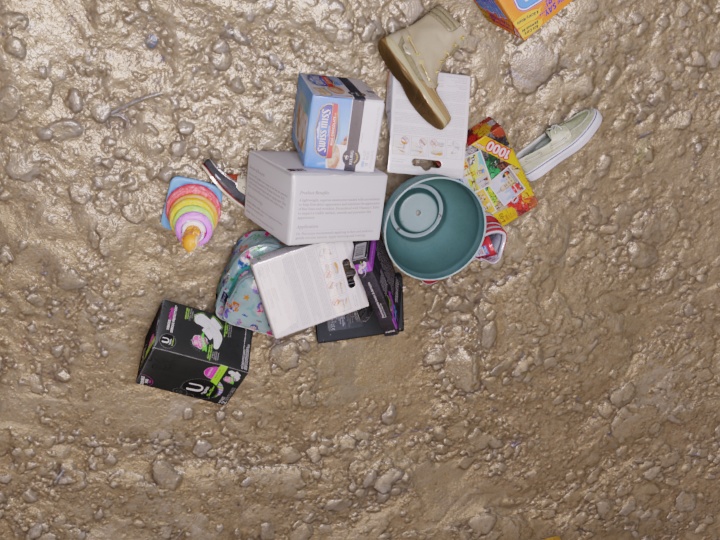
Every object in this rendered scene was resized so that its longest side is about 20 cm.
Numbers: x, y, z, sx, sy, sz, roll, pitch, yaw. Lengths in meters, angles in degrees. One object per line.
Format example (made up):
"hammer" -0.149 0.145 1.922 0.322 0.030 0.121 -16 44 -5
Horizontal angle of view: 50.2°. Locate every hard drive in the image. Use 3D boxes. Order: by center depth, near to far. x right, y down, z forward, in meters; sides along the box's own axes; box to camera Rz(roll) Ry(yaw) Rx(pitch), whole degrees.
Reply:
"hard drive" -0.003 0.084 1.698 0.198 0.033 0.141 -7 117 -8

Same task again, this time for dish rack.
"dish rack" 0.000 0.000 1.575 0.054 0.153 0.202 -12 105 21

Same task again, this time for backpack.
"backpack" -0.195 0.027 1.571 0.176 0.151 0.201 19 106 -19

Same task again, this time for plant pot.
"plant pot" 0.125 -0.098 1.486 0.198 0.134 0.202 -5 112 -12

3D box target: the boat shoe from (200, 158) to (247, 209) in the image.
"boat shoe" -0.227 -0.157 1.509 0.063 0.071 0.200 -46 119 4

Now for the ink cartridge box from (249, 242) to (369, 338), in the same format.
"ink cartridge box" -0.099 0.025 1.493 0.199 0.050 0.162 -20 111 -13

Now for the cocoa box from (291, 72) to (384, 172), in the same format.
"cocoa box" -0.048 -0.275 1.413 0.130 0.200 0.134 3 114 -14

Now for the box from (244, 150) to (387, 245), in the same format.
"box" -0.088 -0.141 1.439 0.198 0.200 0.132 -4 112 -32

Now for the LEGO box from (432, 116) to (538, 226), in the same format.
"LEGO box" 0.256 -0.189 1.592 0.148 0.077 0.201 -32 118 5

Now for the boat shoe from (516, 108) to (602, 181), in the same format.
"boat shoe" 0.407 -0.268 1.589 0.200 0.072 0.062 -42 120 13

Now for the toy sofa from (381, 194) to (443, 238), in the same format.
"toy sofa" 0.133 -0.093 1.611 0.199 0.083 0.098 25 104 -22

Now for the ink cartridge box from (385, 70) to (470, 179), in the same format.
"ink cartridge box" 0.129 -0.284 1.496 0.161 0.050 0.202 3 95 -14

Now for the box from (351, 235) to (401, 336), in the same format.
"box" 0.036 0.012 1.536 0.036 0.143 0.201 -13 124 16

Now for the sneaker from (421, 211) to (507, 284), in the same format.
"sneaker" 0.207 -0.031 1.547 0.200 0.113 0.071 -42 116 6

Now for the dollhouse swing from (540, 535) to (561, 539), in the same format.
"dollhouse swing" 0.486 0.851 2.108 0.198 0.176 0.183 -14 118 -6

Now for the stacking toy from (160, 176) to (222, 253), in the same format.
"stacking toy" -0.316 -0.088 1.450 0.109 0.200 0.117 13 112 -18

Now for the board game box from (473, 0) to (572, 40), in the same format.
"board game box" 0.278 -0.562 1.339 0.200 0.200 0.200 -38 118 9

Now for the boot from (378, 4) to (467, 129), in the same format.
"boot" 0.146 -0.381 1.436 0.155 0.073 0.201 -35 90 -14

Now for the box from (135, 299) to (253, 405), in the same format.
"box" -0.343 0.173 1.594 0.199 0.125 0.149 19 136 -20
